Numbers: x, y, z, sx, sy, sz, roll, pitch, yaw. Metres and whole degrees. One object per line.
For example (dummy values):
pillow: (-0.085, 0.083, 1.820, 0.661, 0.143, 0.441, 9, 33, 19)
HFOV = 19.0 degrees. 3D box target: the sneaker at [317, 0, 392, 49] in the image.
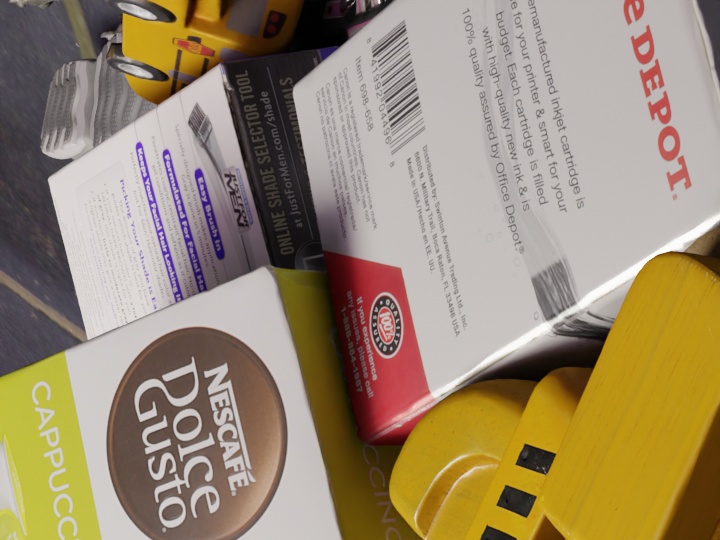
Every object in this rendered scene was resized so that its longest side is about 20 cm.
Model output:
sneaker: (0.019, -0.099, 0.897, 0.086, 0.080, 0.200, 56, 153, 9)

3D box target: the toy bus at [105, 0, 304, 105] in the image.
toy bus: (-0.066, -0.119, 0.953, 0.078, 0.065, 0.200, 18, 170, -4)

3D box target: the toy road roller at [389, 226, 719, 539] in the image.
toy road roller: (0.091, 0.062, 0.670, 0.146, 0.123, 0.200, 44, 118, 47)

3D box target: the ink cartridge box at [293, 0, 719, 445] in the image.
ink cartridge box: (0.074, -0.041, 0.722, 0.200, 0.084, 0.144, -36, 58, 47)

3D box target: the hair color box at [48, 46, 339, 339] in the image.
hair color box: (-0.066, -0.018, 0.958, 0.200, 0.065, 0.109, -22, 82, 60)

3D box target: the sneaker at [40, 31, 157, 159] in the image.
sneaker: (-0.105, -0.087, 1.153, 0.200, 0.082, 0.075, 13, 94, 64)

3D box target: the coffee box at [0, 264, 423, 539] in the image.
coffee box: (-0.030, 0.124, 0.851, 0.198, 0.200, 0.200, -22, 75, 30)

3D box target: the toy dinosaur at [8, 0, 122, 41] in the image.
toy dinosaur: (-0.144, -0.163, 1.129, 0.200, 0.047, 0.088, 38, 148, 17)
